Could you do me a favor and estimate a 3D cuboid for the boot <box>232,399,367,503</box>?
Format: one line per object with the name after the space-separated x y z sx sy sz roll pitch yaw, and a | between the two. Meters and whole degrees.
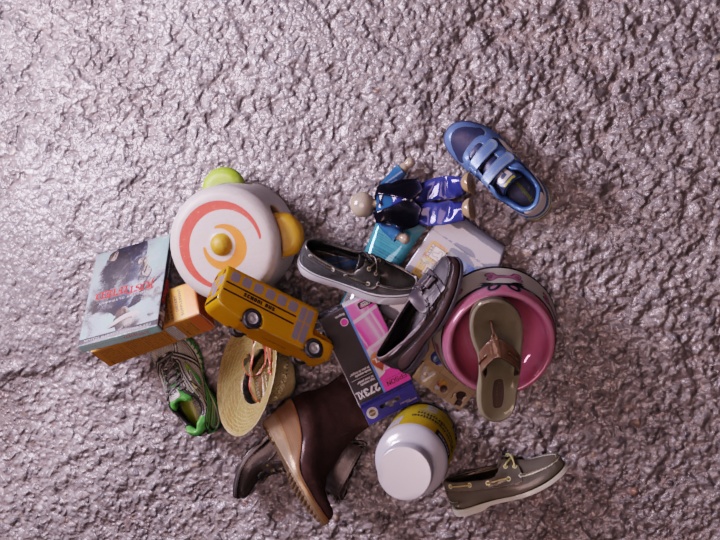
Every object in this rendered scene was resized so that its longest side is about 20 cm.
-0.101 0.330 1.655 0.173 0.069 0.201 32 97 7 | boot

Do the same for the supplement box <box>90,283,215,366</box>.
-0.342 0.087 1.638 0.198 0.069 0.067 -21 61 10 | supplement box

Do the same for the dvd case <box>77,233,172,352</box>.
-0.377 0.034 1.632 0.145 0.201 0.022 -14 137 14 | dvd case

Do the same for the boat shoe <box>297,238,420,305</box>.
0.000 0.000 1.542 0.198 0.069 0.057 14 142 1 | boat shoe

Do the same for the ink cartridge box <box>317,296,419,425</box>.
0.015 0.141 1.585 0.094 0.037 0.201 -26 103 -3 | ink cartridge box

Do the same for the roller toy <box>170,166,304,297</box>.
-0.200 -0.046 1.595 0.199 0.140 0.183 33 103 6 | roller toy

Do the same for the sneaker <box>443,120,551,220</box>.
0.209 -0.156 1.523 0.200 0.082 0.074 40 105 7 | sneaker

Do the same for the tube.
0.023 0.002 1.604 0.077 0.050 0.201 28 97 3 | tube

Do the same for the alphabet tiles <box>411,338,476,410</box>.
0.177 0.118 1.579 0.166 0.006 0.201 34 103 -12 | alphabet tiles

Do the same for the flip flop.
0.201 0.134 1.474 0.080 0.058 0.202 -2 107 -1 | flip flop

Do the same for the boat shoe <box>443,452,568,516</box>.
0.227 0.327 1.586 0.200 0.072 0.061 -24 96 18 | boat shoe

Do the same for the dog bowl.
0.209 0.100 1.532 0.198 0.074 0.202 0 107 -1 | dog bowl

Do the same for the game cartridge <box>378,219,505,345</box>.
0.134 0.018 1.586 0.133 0.042 0.201 35 103 10 | game cartridge

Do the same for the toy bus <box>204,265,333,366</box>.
-0.134 0.074 1.520 0.199 0.065 0.079 27 63 -19 | toy bus

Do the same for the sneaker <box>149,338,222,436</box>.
-0.295 0.183 1.671 0.078 0.085 0.201 -33 86 14 | sneaker

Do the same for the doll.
0.078 -0.111 1.560 0.198 0.048 0.138 -5 78 22 | doll

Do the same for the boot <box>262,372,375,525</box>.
-0.045 0.281 1.596 0.165 0.072 0.201 -26 84 -18 | boot

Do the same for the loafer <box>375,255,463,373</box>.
0.089 0.065 1.514 0.063 0.072 0.201 16 110 -28 | loafer

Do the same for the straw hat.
-0.151 0.175 1.637 0.084 0.201 0.203 12 103 -33 | straw hat

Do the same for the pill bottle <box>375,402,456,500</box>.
0.084 0.280 1.544 0.111 0.200 0.113 2 98 12 | pill bottle
